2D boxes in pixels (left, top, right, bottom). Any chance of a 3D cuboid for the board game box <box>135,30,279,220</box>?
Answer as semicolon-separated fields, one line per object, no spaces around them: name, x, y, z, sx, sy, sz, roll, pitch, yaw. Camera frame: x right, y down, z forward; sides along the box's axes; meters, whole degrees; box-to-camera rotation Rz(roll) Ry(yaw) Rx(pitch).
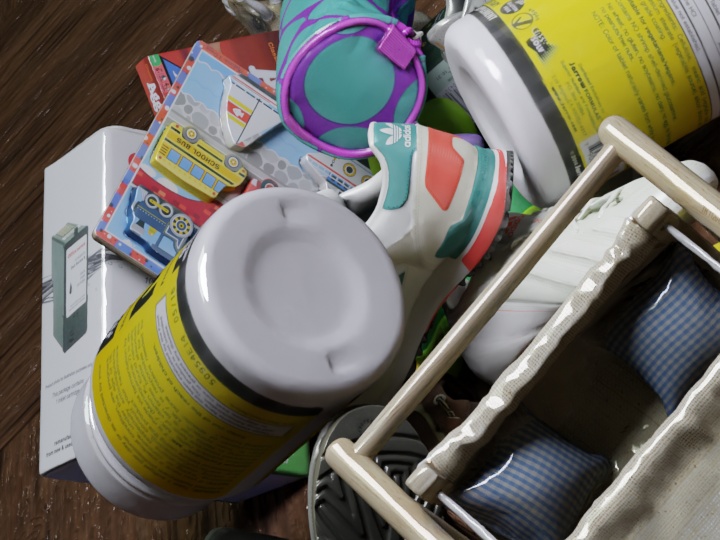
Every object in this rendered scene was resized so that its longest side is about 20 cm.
board game box;-0.056;-0.044;1.567;0.103;0.200;0.019;-16;-10;-40

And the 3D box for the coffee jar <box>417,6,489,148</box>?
coffee jar;0.031;-0.088;1.637;0.200;0.085;0.104;-39;14;29

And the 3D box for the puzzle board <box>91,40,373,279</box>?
puzzle board;-0.044;-0.028;1.541;0.017;0.200;0.151;-33;27;58

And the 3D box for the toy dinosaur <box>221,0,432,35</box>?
toy dinosaur;0.002;-0.139;1.695;0.102;0.199;0.077;131;134;-57

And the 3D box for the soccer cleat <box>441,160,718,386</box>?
soccer cleat;0.104;-0.008;1.323;0.069;0.078;0.200;-28;-11;-43

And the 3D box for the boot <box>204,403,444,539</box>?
boot;-0.025;0.149;1.321;0.200;0.072;0.182;-169;73;-68

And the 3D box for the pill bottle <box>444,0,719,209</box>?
pill bottle;0.154;-0.126;1.362;0.200;0.113;0.112;-29;21;-5

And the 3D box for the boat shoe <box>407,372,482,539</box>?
boat shoe;0.058;0.092;1.326;0.075;0.075;0.202;-47;21;-4

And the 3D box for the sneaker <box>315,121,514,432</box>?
sneaker;0.000;0.000;1.355;0.200;0.093;0.070;-57;18;35

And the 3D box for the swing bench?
swing bench;0.127;0.077;1.077;0.199;0.130;0.200;-51;38;3

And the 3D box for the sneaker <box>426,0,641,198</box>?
sneaker;0.086;-0.116;1.448;0.092;0.200;0.076;-16;-15;-28

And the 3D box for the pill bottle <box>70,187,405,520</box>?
pill bottle;-0.069;0.049;1.314;0.200;0.114;0.114;-44;20;52

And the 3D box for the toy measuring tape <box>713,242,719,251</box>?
toy measuring tape;0.175;-0.002;1.248;0.074;0.074;0.200;-13;40;58

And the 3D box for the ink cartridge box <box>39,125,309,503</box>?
ink cartridge box;-0.112;0.029;1.568;0.084;0.146;0.201;-26;59;51

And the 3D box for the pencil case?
pencil case;-0.004;-0.130;1.512;0.092;0.085;0.200;-32;18;9

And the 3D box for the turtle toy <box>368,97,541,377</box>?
turtle toy;0.048;-0.024;1.486;0.146;0.101;0.200;-42;24;24
